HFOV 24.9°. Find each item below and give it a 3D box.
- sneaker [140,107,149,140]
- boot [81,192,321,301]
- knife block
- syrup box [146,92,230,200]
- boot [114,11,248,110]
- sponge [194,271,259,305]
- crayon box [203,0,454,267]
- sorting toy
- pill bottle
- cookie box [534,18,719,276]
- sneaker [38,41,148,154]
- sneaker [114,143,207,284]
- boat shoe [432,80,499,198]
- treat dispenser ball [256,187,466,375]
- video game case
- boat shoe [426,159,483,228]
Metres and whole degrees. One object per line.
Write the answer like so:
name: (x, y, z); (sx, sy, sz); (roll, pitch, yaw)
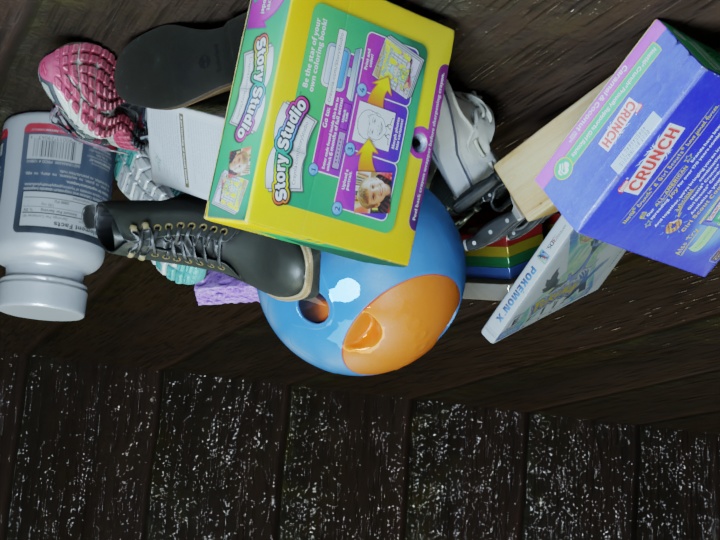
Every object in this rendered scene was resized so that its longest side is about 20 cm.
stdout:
sneaker: (-0.173, -0.134, 1.565); (0.108, 0.070, 0.200); (4, 162, -24)
boot: (-0.134, -0.017, 1.365); (0.138, 0.078, 0.200); (-4, -165, -33)
knife block: (0.168, -0.089, 1.483); (0.175, 0.064, 0.200); (-31, 172, -9)
syrup box: (-0.102, -0.102, 1.388); (0.079, 0.082, 0.200); (-13, -161, -32)
boot: (-0.121, -0.174, 1.386); (0.200, 0.074, 0.075); (-7, 174, 33)
sponge: (-0.111, -0.041, 1.711); (0.111, 0.200, 0.030); (-3, 133, 4)
crayon box: (-0.021, -0.117, 1.276); (0.172, 0.200, 0.058); (15, 175, -41)
sorting toy: (0.139, -0.027, 1.805); (0.199, 0.070, 0.200); (3, -165, 40)
pill bottle: (-0.321, -0.053, 1.686); (0.119, 0.200, 0.120); (4, 168, 1)
cookie box: (0.270, -0.097, 1.367); (0.200, 0.075, 0.171); (16, 118, -46)
sneaker: (-0.254, -0.152, 1.493); (0.075, 0.081, 0.200); (4, 169, 10)
sneaker: (-0.183, -0.069, 1.682); (0.091, 0.200, 0.078); (-4, 140, -30)
boat shoe: (0.093, -0.134, 1.502); (0.066, 0.072, 0.200); (-30, 148, -1)
treat dispenser ball: (0.000, 0.000, 1.548); (0.201, 0.201, 0.201); (4, 168, 1)
video game case: (0.228, -0.018, 1.673); (0.200, 0.022, 0.182); (-22, 152, -45)
boat shoe: (0.101, -0.086, 1.692); (0.062, 0.075, 0.200); (32, 163, 9)
